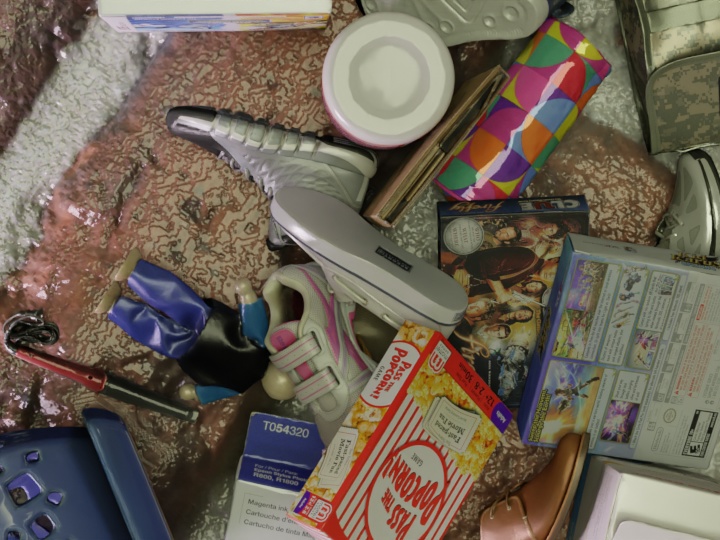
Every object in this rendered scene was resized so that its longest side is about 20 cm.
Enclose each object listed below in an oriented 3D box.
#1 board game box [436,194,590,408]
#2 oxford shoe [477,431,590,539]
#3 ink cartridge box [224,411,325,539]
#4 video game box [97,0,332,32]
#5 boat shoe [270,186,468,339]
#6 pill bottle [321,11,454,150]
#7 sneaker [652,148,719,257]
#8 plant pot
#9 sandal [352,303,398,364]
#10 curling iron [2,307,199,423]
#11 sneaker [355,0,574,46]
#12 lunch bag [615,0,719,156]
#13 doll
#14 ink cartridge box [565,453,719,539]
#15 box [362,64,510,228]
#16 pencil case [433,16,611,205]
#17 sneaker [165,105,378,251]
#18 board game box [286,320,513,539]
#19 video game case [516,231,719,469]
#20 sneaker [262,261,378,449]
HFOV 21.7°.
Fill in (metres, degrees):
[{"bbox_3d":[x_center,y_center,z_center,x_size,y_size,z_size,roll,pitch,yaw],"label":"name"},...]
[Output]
[{"bbox_3d":[0.138,0.031,1.711,0.135,0.035,0.201,-3,117,-2],"label":"board game box"},{"bbox_3d":[0.148,0.222,1.712,0.071,0.071,0.201,28,115,2],"label":"oxford shoe"},{"bbox_3d":[-0.026,0.245,1.726,0.195,0.043,0.201,11,106,-2],"label":"ink cartridge box"},{"bbox_3d":[-0.126,-0.237,1.658,0.199,0.182,0.047,-1,95,-2],"label":"video game box"},{"bbox_3d":[0.000,0.000,1.674,0.199,0.072,0.066,30,123,3],"label":"boat shoe"},{"bbox_3d":[0.021,-0.163,1.656,0.112,0.200,0.114,0,92,-2],"label":"pill bottle"},{"bbox_3d":[0.277,-0.009,1.734,0.115,0.076,0.202,-3,94,-4],"label":"sneaker"},{"bbox_3d":[-0.266,0.227,1.664,0.179,0.200,0.201,-23,92,-9],"label":"plant pot"},{"bbox_3d":[0.004,0.123,1.737,0.080,0.054,0.201,5,91,-2],"label":"sandal"},{"bbox_3d":[-0.240,0.094,1.737,0.199,0.026,0.050,28,114,-2],"label":"curling iron"},{"bbox_3d":[0.110,-0.276,1.729,0.199,0.147,0.081,7,133,32],"label":"sneaker"},{"bbox_3d":[0.324,-0.211,1.707,0.163,0.118,0.201,-12,90,0],"label":"lunch bag"},{"bbox_3d":[-0.139,0.058,1.728,0.200,0.048,0.137,33,111,-5],"label":"doll"},{"bbox_3d":[0.264,0.244,1.678,0.128,0.200,0.126,13,91,-2],"label":"ink cartridge box"},{"bbox_3d":[0.064,-0.107,1.660,0.021,0.200,0.164,38,89,-3],"label":"box"},{"bbox_3d":[0.147,-0.137,1.724,0.088,0.088,0.200,37,88,-3],"label":"pencil case"},{"bbox_3d":[-0.091,-0.078,1.720,0.199,0.075,0.116,14,100,3],"label":"sneaker"},{"bbox_3d":[0.038,0.168,1.641,0.200,0.046,0.152,-58,137,-15],"label":"board game box"},{"bbox_3d":[0.251,0.075,1.695,0.180,0.045,0.201,8,116,-9],"label":"video game case"},{"bbox_3d":[-0.041,0.080,1.682,0.081,0.088,0.201,-39,59,35],"label":"sneaker"}]
